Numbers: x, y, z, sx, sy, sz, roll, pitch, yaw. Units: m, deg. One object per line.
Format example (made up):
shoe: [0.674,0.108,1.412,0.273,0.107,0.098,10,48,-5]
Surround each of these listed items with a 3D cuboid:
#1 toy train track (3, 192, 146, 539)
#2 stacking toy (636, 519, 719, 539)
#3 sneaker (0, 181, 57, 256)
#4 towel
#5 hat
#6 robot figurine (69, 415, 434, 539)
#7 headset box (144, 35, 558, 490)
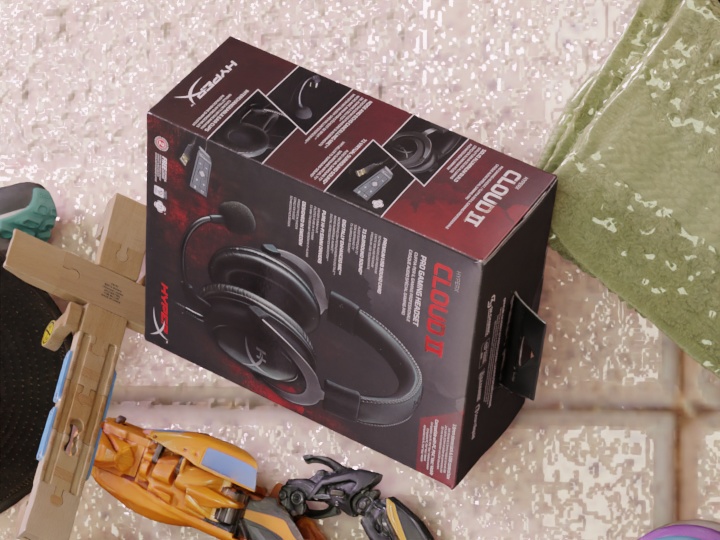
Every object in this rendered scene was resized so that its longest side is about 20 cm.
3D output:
toy train track: [-0.138,0.052,1.291,0.033,0.114,0.200,-41,30,49]
stacking toy: [0.127,0.155,1.142,0.085,0.200,0.086,-1,86,21]
sneaker: [-0.255,-0.030,1.365,0.199,0.078,0.092,-12,78,17]
towel: [0.180,-0.025,1.186,0.200,0.036,0.149,36,114,6]
hat: [-0.240,0.064,1.299,0.200,0.081,0.201,-1,114,-2]
robot figurine: [-0.060,0.152,1.287,0.200,0.058,0.145,20,95,21]
headset box: [0.000,0.000,1.226,0.200,0.077,0.149,26,137,20]
